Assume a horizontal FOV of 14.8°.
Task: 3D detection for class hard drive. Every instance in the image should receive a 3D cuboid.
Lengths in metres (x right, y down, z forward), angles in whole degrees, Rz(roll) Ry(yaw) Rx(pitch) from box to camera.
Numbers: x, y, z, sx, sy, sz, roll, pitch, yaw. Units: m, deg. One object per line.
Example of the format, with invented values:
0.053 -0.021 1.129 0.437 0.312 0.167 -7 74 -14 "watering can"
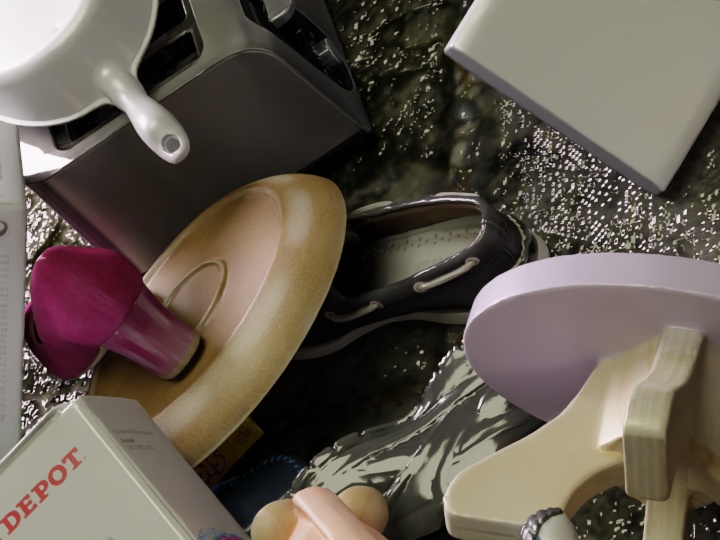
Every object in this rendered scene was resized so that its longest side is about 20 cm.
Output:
0.149 -0.158 1.411 0.201 0.132 0.026 -58 7 -10 "hard drive"

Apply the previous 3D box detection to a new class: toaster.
-0.114 -0.113 1.571 0.199 0.119 0.181 -32 46 15 "toaster"

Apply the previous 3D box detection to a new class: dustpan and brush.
-0.146 -0.116 1.484 0.140 0.057 0.200 -47 38 3 "dustpan and brush"

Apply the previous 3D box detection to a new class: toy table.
0.135 0.079 1.233 0.199 0.184 0.118 0 50 22 "toy table"

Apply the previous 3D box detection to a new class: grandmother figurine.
0.016 0.152 1.222 0.121 0.061 0.200 -17 23 -21 "grandmother figurine"

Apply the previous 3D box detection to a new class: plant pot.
-0.084 0.027 1.455 0.200 0.027 0.200 -42 26 26 "plant pot"

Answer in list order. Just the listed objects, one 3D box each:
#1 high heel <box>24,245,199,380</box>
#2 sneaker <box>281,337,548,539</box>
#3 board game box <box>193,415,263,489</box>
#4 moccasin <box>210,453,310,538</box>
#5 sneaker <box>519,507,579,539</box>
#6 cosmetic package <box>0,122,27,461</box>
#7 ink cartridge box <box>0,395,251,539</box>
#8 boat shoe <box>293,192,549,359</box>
-0.160 0.013 1.462 0.068 0.096 0.200 -55 23 -6 "high heel"
0.037 0.110 1.347 0.200 0.076 0.091 -43 53 8 "sneaker"
-0.128 0.121 1.473 0.200 0.030 0.096 -49 28 2 "board game box"
-0.097 0.169 1.404 0.200 0.068 0.080 -47 45 1 "moccasin"
0.130 0.187 1.181 0.086 0.201 0.075 -23 5 8 "sneaker"
-0.217 0.030 1.486 0.074 0.201 0.102 1 28 -10 "cosmetic package"
-0.110 0.179 1.329 0.145 0.085 0.200 -44 76 12 "ink cartridge box"
0.000 0.000 1.452 0.199 0.060 0.074 -5 60 34 "boat shoe"
